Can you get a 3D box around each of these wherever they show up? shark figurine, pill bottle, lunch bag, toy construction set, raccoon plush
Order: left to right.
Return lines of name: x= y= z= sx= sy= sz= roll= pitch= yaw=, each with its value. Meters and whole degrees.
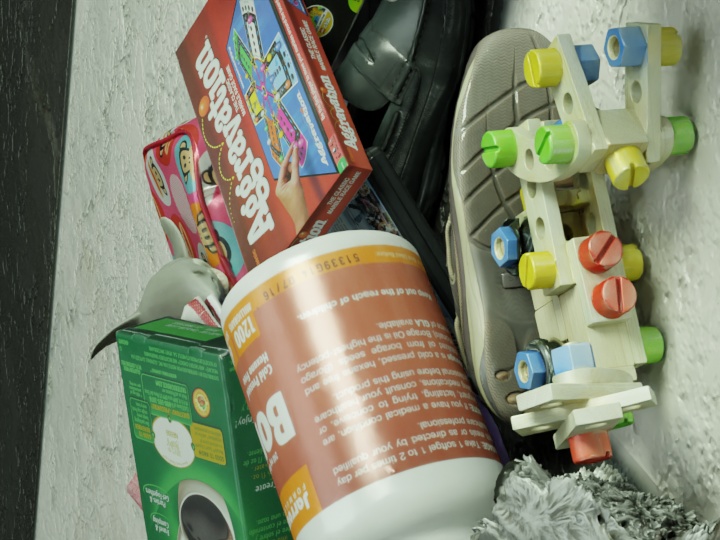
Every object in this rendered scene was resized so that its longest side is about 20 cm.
shark figurine: x=-0.129 y=0.059 z=1.314 sx=0.128 sy=0.089 sz=0.215 roll=52 pitch=157 yaw=39
lunch bag: x=-0.079 y=-0.006 z=1.346 sx=0.200 sy=0.082 sz=0.176 roll=70 pitch=160 yaw=-4
pill bottle: x=0.009 y=0.089 z=1.015 sx=0.200 sy=0.112 sz=0.112 roll=69 pitch=153 yaw=24
toy construction set: x=0.106 y=-0.004 z=0.919 sx=0.131 sy=0.092 sz=0.201 roll=140 pitch=137 yaw=-64
raccoon plush: x=0.140 y=0.139 z=0.884 sx=0.200 sy=0.134 sz=0.097 roll=14 pitch=97 yaw=33

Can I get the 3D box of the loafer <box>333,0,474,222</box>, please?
loafer: x=0.018 y=-0.110 z=1.155 sx=0.068 sy=0.070 sz=0.201 roll=-121 pitch=35 yaw=-54

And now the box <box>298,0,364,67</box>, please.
box: x=-0.016 y=-0.184 z=1.183 sx=0.110 sy=0.035 sz=0.200 roll=-100 pitch=34 yaw=-62

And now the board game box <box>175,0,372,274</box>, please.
board game box: x=-0.053 y=-0.092 z=1.131 sx=0.103 sy=0.019 sz=0.200 roll=-54 pitch=41 yaw=34

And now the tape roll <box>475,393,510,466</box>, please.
tape roll: x=0.017 y=0.163 z=1.161 sx=0.200 sy=0.085 sz=0.201 roll=178 pitch=90 yaw=-69

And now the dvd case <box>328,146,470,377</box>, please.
dvd case: x=0.000 y=0.000 z=1.164 sx=0.143 sy=0.018 sz=0.200 roll=59 pitch=158 yaw=-11

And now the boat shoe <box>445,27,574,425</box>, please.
boat shoe: x=0.070 y=-0.022 z=1.023 sx=0.073 sy=0.074 sz=0.201 roll=-178 pitch=87 yaw=-69

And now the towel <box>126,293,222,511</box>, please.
towel: x=-0.086 y=0.128 z=1.229 sx=0.144 sy=0.023 sz=0.200 roll=53 pitch=143 yaw=28

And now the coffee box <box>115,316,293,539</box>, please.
coffee box: x=-0.083 y=0.132 z=1.167 sx=0.123 sy=0.044 sz=0.201 roll=7 pitch=108 yaw=54

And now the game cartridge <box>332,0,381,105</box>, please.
game cartridge: x=-0.028 y=-0.114 z=1.330 sx=0.200 sy=0.041 sz=0.133 roll=170 pitch=94 yaw=-69
